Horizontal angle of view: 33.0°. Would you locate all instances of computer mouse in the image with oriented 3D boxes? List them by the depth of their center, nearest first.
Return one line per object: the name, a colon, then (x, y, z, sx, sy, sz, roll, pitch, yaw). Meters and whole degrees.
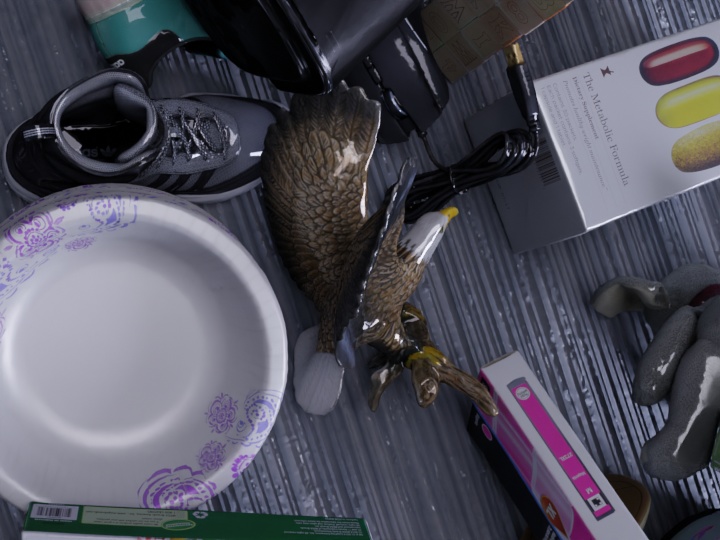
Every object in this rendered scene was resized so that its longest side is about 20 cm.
computer mouse: (0.042, -0.141, 0.838, 0.046, 0.140, 0.201, -15, 87, -58)

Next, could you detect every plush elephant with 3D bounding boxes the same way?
plush elephant: (0.260, 0.055, 0.892, 0.164, 0.155, 0.201, -2, 92, -10)

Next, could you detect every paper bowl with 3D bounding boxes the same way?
paper bowl: (-0.150, 0.047, 0.740, 0.200, 0.104, 0.202, -2, 100, -14)

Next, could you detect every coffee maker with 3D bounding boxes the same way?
coffee maker: (0.001, -0.215, 0.732, 0.135, 0.192, 0.200, 47, 72, -8)

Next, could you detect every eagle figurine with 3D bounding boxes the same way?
eagle figurine: (0.004, -0.006, 0.784, 0.200, 0.151, 0.151, 57, 43, -42)

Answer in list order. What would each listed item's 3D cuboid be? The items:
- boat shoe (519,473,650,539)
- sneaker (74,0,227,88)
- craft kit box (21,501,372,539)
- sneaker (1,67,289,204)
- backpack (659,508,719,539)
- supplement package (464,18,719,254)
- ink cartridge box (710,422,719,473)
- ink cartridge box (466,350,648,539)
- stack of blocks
boat shoe: (0.143, 0.229, 0.865, 0.200, 0.072, 0.065, -47, 136, -31)
sneaker: (-0.095, -0.191, 0.836, 0.200, 0.071, 0.080, -32, 109, -24)
craft kit box: (-0.102, 0.239, 0.711, 0.199, 0.049, 0.198, 4, 105, -10)
sneaker: (-0.124, -0.084, 0.779, 0.199, 0.114, 0.076, -9, 86, -21)
backpack: (0.277, 0.231, 0.837, 0.167, 0.200, 0.127, -43, 98, -19)
supplement package: (0.200, -0.103, 0.904, 0.199, 0.109, 0.114, -22, 91, -22)
ink cartridge box: (0.317, 0.137, 0.723, 0.145, 0.200, 0.048, 14, 92, -9)
ink cartridge box: (0.138, 0.157, 0.806, 0.037, 0.095, 0.200, -25, 61, -18)
stack of blocks: (0.122, -0.214, 0.843, 0.059, 0.200, 0.115, 47, 68, -8)
